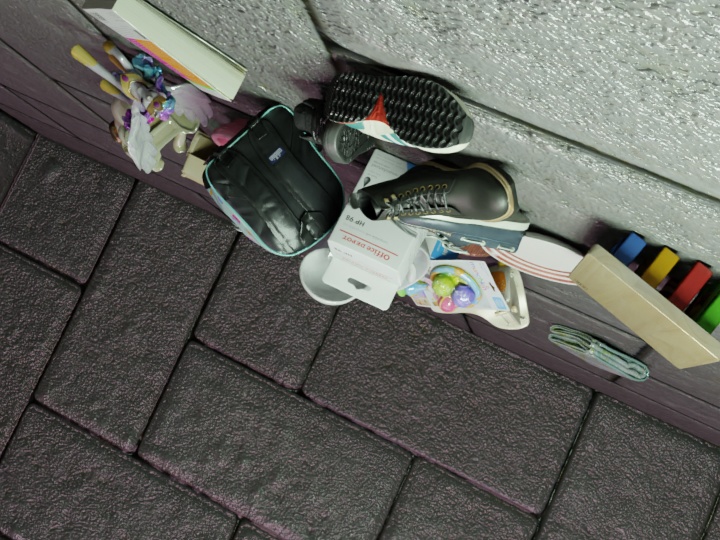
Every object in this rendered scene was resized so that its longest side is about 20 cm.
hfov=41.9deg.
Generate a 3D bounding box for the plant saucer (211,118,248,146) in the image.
[{"bbox_3d":[-0.164,-0.210,1.655,0.199,0.051,0.201,25,174,3],"label":"plant saucer"}]

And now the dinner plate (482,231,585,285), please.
[{"bbox_3d":[0.280,-0.023,1.438,0.198,0.025,0.200,21,169,4],"label":"dinner plate"}]

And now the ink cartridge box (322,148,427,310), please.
[{"bbox_3d":[0.031,-0.059,1.358,0.115,0.202,0.067,23,164,12],"label":"ink cartridge box"}]

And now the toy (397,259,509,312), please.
[{"bbox_3d":[0.141,0.037,1.589,0.199,0.047,0.116,5,138,43],"label":"toy"}]

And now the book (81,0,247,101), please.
[{"bbox_3d":[-0.267,-0.306,1.269,0.199,0.048,0.133,31,175,-36],"label":"book"}]

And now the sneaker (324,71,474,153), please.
[{"bbox_3d":[0.057,-0.170,1.023,0.199,0.071,0.093,20,-170,40],"label":"sneaker"}]

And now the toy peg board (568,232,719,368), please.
[{"bbox_3d":[0.389,0.022,1.222,0.199,0.098,0.200,41,176,10],"label":"toy peg board"}]

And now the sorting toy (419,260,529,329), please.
[{"bbox_3d":[0.199,0.043,1.709,0.178,0.108,0.200,-9,162,17],"label":"sorting toy"}]

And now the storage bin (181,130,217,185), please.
[{"bbox_3d":[-0.230,-0.183,1.849,0.198,0.095,0.199,26,-177,5],"label":"storage bin"}]

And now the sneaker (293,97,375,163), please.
[{"bbox_3d":[-0.043,-0.177,1.168,0.103,0.061,0.200,15,-164,14],"label":"sneaker"}]

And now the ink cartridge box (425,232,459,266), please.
[{"bbox_3d":[0.082,-0.072,1.651,0.198,0.085,0.146,26,174,2],"label":"ink cartridge box"}]

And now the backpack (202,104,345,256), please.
[{"bbox_3d":[-0.125,-0.123,1.432,0.200,0.176,0.153,48,169,-3],"label":"backpack"}]

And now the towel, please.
[{"bbox_3d":[0.555,0.193,2.201,0.199,0.049,0.171,29,177,-29],"label":"towel"}]

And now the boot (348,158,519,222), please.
[{"bbox_3d":[0.090,-0.085,1.176,0.137,0.078,0.199,-19,-163,-27],"label":"boot"}]

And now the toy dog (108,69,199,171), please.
[{"bbox_3d":[-0.411,-0.274,1.755,0.194,0.140,0.200,41,170,-15],"label":"toy dog"}]

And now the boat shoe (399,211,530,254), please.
[{"bbox_3d":[0.139,-0.059,1.296,0.198,0.062,0.075,2,-153,-27],"label":"boat shoe"}]

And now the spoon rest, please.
[{"bbox_3d":[0.000,0.000,1.417,0.198,0.061,0.100,-10,-123,-30],"label":"spoon rest"}]

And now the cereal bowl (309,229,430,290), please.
[{"bbox_3d":[0.012,-0.035,1.524,0.197,0.084,0.201,-6,154,-3],"label":"cereal bowl"}]

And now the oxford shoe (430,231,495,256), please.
[{"bbox_3d":[0.139,-0.084,1.486,0.198,0.071,0.074,25,-156,-24],"label":"oxford shoe"}]

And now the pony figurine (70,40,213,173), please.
[{"bbox_3d":[-0.353,-0.276,1.519,0.200,0.167,0.193,40,172,22],"label":"pony figurine"}]
